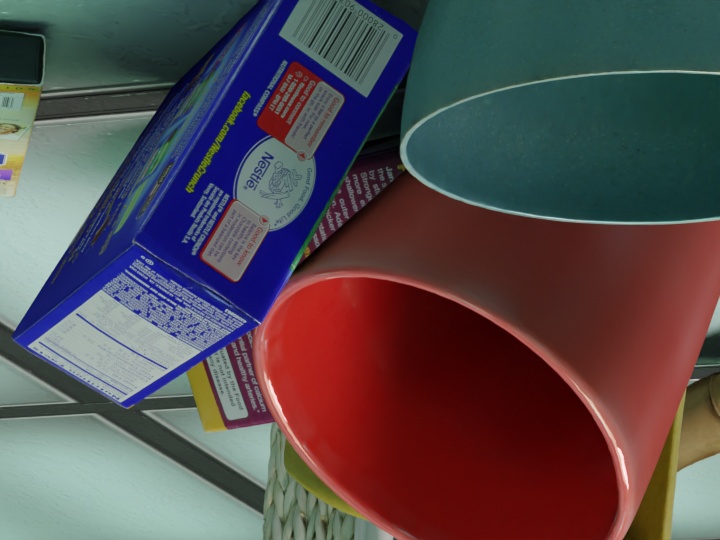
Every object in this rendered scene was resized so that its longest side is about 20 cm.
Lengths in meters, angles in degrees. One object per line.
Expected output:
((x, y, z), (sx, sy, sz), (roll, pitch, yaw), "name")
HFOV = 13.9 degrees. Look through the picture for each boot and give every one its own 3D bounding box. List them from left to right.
((0.207, 0.112, 1.987), (0.200, 0.066, 0.175), (-23, 166, -6), "boot")

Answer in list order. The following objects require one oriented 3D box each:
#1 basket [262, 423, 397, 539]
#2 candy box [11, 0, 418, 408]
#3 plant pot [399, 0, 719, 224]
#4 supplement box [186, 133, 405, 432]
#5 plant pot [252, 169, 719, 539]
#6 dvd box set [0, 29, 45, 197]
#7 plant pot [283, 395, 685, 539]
((0.016, 0.143, 2.008), (0.123, 0.201, 0.135), (-7, 164, 40), "basket")
((-0.070, -0.036, 1.406), (0.077, 0.169, 0.200), (35, 156, -12), "candy box")
((0.116, -0.111, 1.205), (0.199, 0.135, 0.200), (0, 164, 0), "plant pot")
((0.000, 0.000, 1.571), (0.200, 0.131, 0.103), (-11, -171, 37), "supplement box")
((0.078, 0.017, 1.388), (0.200, 0.177, 0.201), (24, 142, 20), "plant pot")
((-0.240, -0.082, 1.511), (0.146, 0.029, 0.200), (4, 165, -9), "dvd box set")
((0.067, 0.080, 1.815), (0.200, 0.196, 0.194), (1, 167, 34), "plant pot")
